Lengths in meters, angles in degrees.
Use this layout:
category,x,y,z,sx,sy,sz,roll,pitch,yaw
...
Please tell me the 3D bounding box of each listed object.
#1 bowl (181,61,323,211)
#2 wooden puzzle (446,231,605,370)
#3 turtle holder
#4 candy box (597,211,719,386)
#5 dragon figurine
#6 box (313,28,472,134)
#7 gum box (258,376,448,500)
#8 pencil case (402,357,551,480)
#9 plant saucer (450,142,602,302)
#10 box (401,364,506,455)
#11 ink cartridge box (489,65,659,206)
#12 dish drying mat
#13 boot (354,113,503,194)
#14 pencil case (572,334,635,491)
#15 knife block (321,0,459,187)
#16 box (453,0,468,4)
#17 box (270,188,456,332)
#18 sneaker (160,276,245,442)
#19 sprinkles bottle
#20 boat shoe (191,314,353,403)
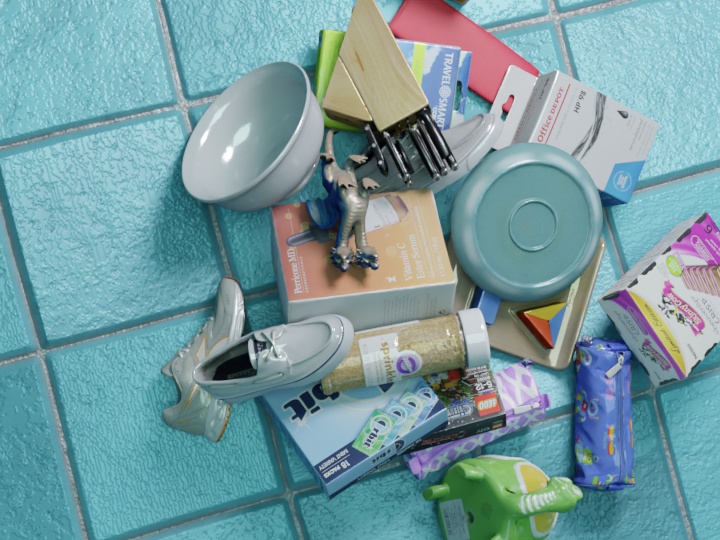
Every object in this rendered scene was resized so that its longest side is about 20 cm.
category,x,y,z,sx,sy,sz,roll,pitch,yaw
bowl,-0.113,-0.144,1.598,0.090,0.201,0.201,41,80,-38
wooden puzzle,0.202,0.012,1.700,0.199,0.046,0.186,19,85,-9
turtle holder,0.177,0.280,1.621,0.131,0.186,0.141,-6,48,-32
candy box,0.408,0.034,1.692,0.200,0.061,0.137,-38,95,-34
dragon figurine,-0.025,-0.081,1.543,0.059,0.200,0.100,-1,128,-25
box,0.041,-0.229,1.671,0.199,0.048,0.123,6,98,-9
gum box,-0.021,0.146,1.588,0.170,0.045,0.200,-30,59,-14
pencil case,0.139,0.189,1.660,0.199,0.086,0.084,-26,119,-8
plant saucer,0.211,-0.057,1.652,0.199,0.027,0.201,-2,99,-12
box,0.064,0.150,1.625,0.199,0.038,0.137,-15,56,-3
ink cartridge box,0.266,-0.175,1.700,0.199,0.067,0.116,24,84,-15
dish drying mat,0.133,-0.283,1.716,0.200,0.018,0.077,34,83,-7
boot,0.073,-0.147,1.633,0.200,0.074,0.096,-38,114,16
pencil case,0.310,0.181,1.689,0.078,0.087,0.201,0,91,-15
knife block,0.051,-0.208,1.585,0.175,0.064,0.201,17,86,7
box,0.139,-0.454,1.677,0.101,0.112,0.201,24,85,-8
box,0.000,0.000,1.595,0.199,0.107,0.153,-7,53,-8
sneaker,-0.192,0.103,1.612,0.092,0.076,0.201,10,84,-5
sprinkles bottle,0.048,0.094,1.548,0.199,0.068,0.069,-11,89,-2
boat shoe,-0.102,0.099,1.510,0.200,0.065,0.074,-27,58,23
